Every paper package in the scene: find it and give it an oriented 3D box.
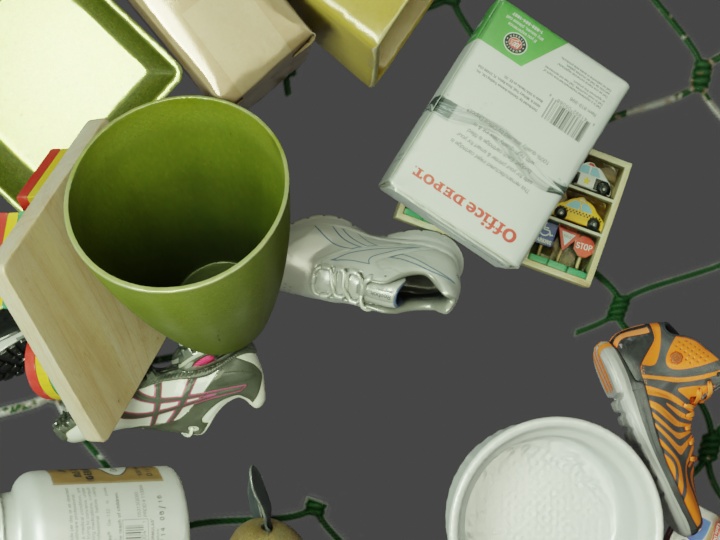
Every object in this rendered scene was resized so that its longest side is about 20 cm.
[{"bbox_3d":[-0.141,-0.241,1.548,0.103,0.191,0.200,-40,93,-2],"label":"paper package"}]

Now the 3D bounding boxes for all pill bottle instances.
[{"bbox_3d":[-0.259,0.233,1.548,0.198,0.114,0.116,0,90,-22],"label":"pill bottle"}]

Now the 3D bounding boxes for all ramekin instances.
[{"bbox_3d":[0.172,0.233,1.628,0.198,0.098,0.203,0,90,-7],"label":"ramekin"}]

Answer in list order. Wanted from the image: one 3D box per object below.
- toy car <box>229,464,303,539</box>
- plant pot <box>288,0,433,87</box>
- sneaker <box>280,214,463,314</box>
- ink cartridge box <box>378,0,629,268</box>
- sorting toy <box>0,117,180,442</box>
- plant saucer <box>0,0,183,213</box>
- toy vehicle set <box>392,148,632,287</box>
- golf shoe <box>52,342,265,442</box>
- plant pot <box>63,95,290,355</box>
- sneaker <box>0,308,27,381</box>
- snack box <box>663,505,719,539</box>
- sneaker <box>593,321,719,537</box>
[{"bbox_3d":[-0.106,0.277,1.571,0.156,0.164,0.202,3,80,-7],"label":"toy car"},{"bbox_3d":[-0.015,-0.313,1.569,0.199,0.196,0.195,34,86,1],"label":"plant pot"},{"bbox_3d":[0.000,0.000,1.607,0.198,0.087,0.075,1,119,-4],"label":"sneaker"},{"bbox_3d":[0.128,-0.121,1.605,0.146,0.083,0.201,34,85,-5],"label":"ink cartridge box"},{"bbox_3d":[-0.248,0.009,1.522,0.069,0.199,0.201,-2,131,27],"label":"sorting toy"},{"bbox_3d":[-0.290,-0.177,1.587,0.200,0.048,0.200,43,99,-4],"label":"plant saucer"},{"bbox_3d":[0.143,-0.075,1.662,0.198,0.027,0.125,19,88,-6],"label":"toy vehicle set"},{"bbox_3d":[-0.181,0.121,1.601,0.199,0.077,0.089,-25,103,-4],"label":"golf shoe"},{"bbox_3d":[-0.138,-0.014,1.499,0.185,0.201,0.189,-3,59,5],"label":"plant pot"},{"bbox_3d":[-0.348,0.058,1.583,0.199,0.076,0.088,-28,71,-17],"label":"sneaker"},{"bbox_3d":[0.297,0.324,1.678,0.071,0.024,0.201,27,87,-4],"label":"snack box"},{"bbox_3d":[0.305,0.142,1.650,0.111,0.078,0.202,-21,88,-6],"label":"sneaker"}]
